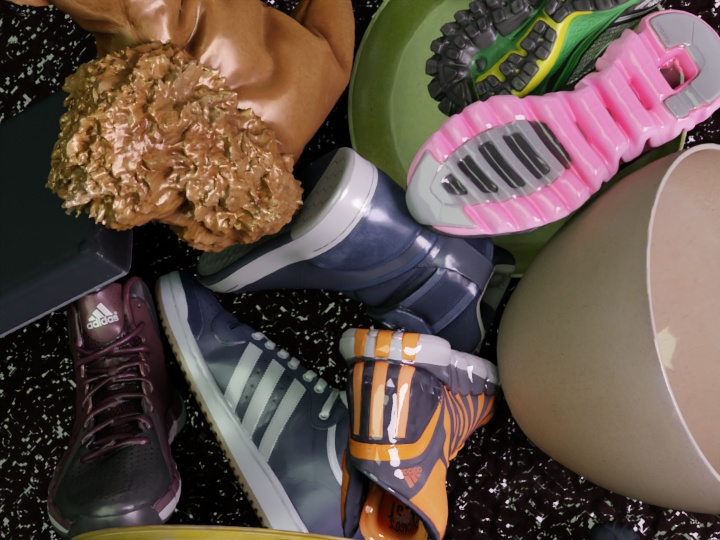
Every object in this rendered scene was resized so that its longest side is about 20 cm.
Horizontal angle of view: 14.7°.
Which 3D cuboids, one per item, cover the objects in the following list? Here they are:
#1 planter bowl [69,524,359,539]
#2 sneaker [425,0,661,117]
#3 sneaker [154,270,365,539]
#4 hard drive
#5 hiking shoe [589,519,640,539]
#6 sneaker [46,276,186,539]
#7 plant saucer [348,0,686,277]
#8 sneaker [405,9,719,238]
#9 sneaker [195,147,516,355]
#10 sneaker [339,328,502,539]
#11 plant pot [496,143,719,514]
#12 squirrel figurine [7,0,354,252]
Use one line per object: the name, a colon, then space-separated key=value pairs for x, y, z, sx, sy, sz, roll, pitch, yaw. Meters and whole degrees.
planter bowl: x=-0.059 y=0.193 z=1.490 sx=0.200 sy=0.200 sz=0.084 roll=0 pitch=76 yaw=14
sneaker: x=0.126 y=-0.157 z=1.552 sx=0.200 sy=0.085 sz=0.078 roll=-40 pitch=69 yaw=18
sneaker: x=-0.036 y=0.070 z=1.623 sx=0.108 sy=0.070 sz=0.200 roll=-29 pitch=74 yaw=2
hard drive: x=-0.213 y=-0.023 z=1.625 sx=0.200 sy=0.033 sz=0.140 roll=-26 pitch=47 yaw=31
hiking shoe: x=0.099 y=0.230 z=1.577 sx=0.087 sy=0.074 sz=0.200 roll=20 pitch=92 yaw=13
sneaker: x=-0.146 y=0.068 z=1.571 sx=0.076 sy=0.200 sz=0.116 roll=-10 pitch=110 yaw=2
plant saucer: x=0.093 y=-0.095 z=1.617 sx=0.200 sy=0.031 sz=0.200 roll=-1 pitch=86 yaw=14
sneaker: x=0.110 y=-0.068 z=1.527 sx=0.200 sy=0.095 sz=0.079 roll=-26 pitch=83 yaw=-17
sneaker: x=0.000 y=0.001 z=1.590 sx=0.146 sy=0.202 sz=0.077 roll=29 pitch=72 yaw=-22
sneaker: x=0.025 y=0.097 z=1.500 sx=0.077 sy=0.200 sz=0.112 roll=3 pitch=83 yaw=18
plant pot: x=0.154 y=0.042 z=1.527 sx=0.134 sy=0.200 sz=0.201 roll=-14 pitch=84 yaw=35
squirrel figurine: x=-0.105 y=-0.113 z=1.487 sx=0.141 sy=0.187 sz=0.200 roll=-19 pitch=48 yaw=21
